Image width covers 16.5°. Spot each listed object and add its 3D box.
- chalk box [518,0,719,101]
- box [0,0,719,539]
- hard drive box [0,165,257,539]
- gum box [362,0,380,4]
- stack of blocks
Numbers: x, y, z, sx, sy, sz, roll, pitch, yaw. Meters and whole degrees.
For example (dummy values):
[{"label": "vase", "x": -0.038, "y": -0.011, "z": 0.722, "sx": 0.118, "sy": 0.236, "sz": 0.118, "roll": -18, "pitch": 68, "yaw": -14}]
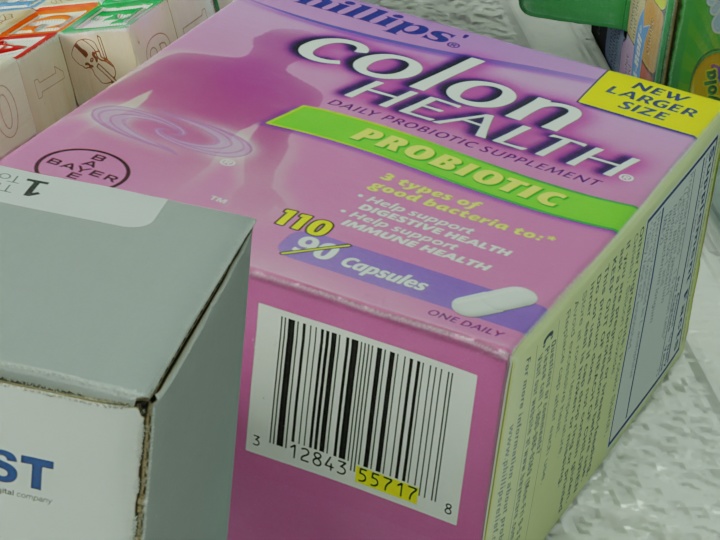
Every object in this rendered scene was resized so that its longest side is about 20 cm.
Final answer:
[{"label": "chalk box", "x": 0.168, "y": -0.128, "z": 1.031, "sx": 0.199, "sy": 0.125, "sz": 0.124, "roll": 0, "pitch": 29, "yaw": -9}, {"label": "box", "x": 0.000, "y": 0.000, "z": 0.789, "sx": 0.175, "sy": 0.097, "sz": 0.200, "roll": 18, "pitch": 30, "yaw": 20}, {"label": "hard drive box", "x": -0.111, "y": 0.078, "z": 0.516, "sx": 0.155, "sy": 0.201, "sz": 0.077, "roll": 12, "pitch": 29, "yaw": 9}, {"label": "gum box", "x": 0.001, "y": -0.169, "z": 1.033, "sx": 0.199, "sy": 0.066, "sz": 0.114, "roll": -32, "pitch": 29, "yaw": 9}, {"label": "stack of blocks", "x": -0.115, "y": -0.061, "z": 0.879, "sx": 0.115, "sy": 0.059, "sz": 0.200, "roll": -2, "pitch": 23, "yaw": 28}]
